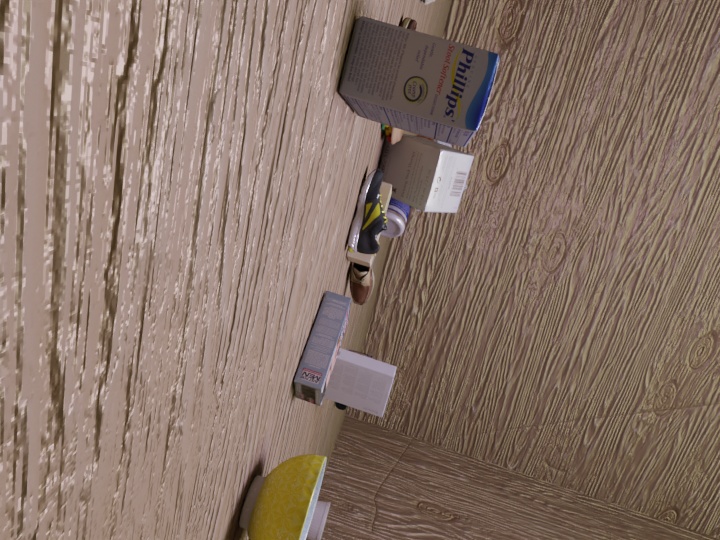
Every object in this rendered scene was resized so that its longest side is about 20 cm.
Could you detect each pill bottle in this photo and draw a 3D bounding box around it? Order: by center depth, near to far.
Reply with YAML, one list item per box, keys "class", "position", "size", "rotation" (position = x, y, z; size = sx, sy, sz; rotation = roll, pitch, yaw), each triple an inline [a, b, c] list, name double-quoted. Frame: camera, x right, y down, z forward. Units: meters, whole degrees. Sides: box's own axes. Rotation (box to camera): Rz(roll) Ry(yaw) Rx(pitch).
- class: "pill bottle"
  position: [0.104, -0.215, 1.653]
  size: [0.117, 0.113, 0.204]
  rotation: [97, 10, -61]

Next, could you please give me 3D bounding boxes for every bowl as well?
- class: "bowl"
  position: [-0.133, 0.391, 0.864]
  size: [0.200, 0.105, 0.205]
  rotation: [16, 90, -85]

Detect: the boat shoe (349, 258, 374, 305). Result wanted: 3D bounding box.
- class: "boat shoe"
  position: [0.000, 0.000, 1.445]
  size: [0.074, 0.074, 0.205]
  rotation: [-51, 149, -64]

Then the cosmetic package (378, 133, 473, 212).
- class: "cosmetic package"
  position: [0.174, -0.272, 1.477]
  size: [0.164, 0.198, 0.171]
  rotation: [-6, 117, -46]

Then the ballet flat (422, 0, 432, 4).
- class: "ballet flat"
  position: [0.191, -0.731, 1.354]
  size: [0.200, 0.061, 0.069]
  rotation: [-40, 146, -82]

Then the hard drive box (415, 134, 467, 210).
- class: "hard drive box"
  position: [0.212, -0.306, 1.603]
  size: [0.076, 0.154, 0.205]
  rotation: [-8, 74, -48]

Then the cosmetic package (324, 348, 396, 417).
- class: "cosmetic package"
  position: [-0.011, 0.310, 1.482]
  size: [0.052, 0.195, 0.154]
  rotation: [-62, 168, -63]

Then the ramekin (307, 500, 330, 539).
- class: "ramekin"
  position: [-0.220, 1.245, 2.635]
  size: [0.202, 0.092, 0.208]
  rotation: [16, 89, -86]

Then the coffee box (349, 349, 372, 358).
- class: "coffee box"
  position: [-0.009, 0.398, 2.290]
  size: [0.200, 0.112, 0.082]
  rotation: [60, 47, -83]

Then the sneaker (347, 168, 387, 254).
- class: "sneaker"
  position: [0.031, -0.133, 1.246]
  size: [0.074, 0.083, 0.205]
  rotation: [-12, 117, -85]

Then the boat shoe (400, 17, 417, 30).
- class: "boat shoe"
  position: [0.100, -0.437, 1.143]
  size: [0.075, 0.073, 0.207]
  rotation: [39, 66, -85]

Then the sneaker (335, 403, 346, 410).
- class: "sneaker"
  position: [-0.056, 0.508, 2.347]
  size: [0.115, 0.074, 0.203]
  rotation: [-70, 176, -59]

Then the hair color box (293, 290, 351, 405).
- class: "hair color box"
  position: [-0.075, 0.157, 1.080]
  size: [0.100, 0.059, 0.203]
  rotation: [98, 9, -59]

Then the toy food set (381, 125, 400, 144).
- class: "toy food set"
  position: [0.100, -0.425, 1.346]
  size: [0.198, 0.047, 0.205]
  rotation: [22, 83, -85]

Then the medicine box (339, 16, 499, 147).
- class: "medicine box"
  position: [0.085, -0.265, 0.774]
  size: [0.182, 0.195, 0.106]
  rotation: [-45, 152, -80]

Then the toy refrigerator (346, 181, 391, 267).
- class: "toy refrigerator"
  position: [0.026, -0.118, 1.335]
  size: [0.076, 0.068, 0.205]
  rotation: [74, 32, -81]
